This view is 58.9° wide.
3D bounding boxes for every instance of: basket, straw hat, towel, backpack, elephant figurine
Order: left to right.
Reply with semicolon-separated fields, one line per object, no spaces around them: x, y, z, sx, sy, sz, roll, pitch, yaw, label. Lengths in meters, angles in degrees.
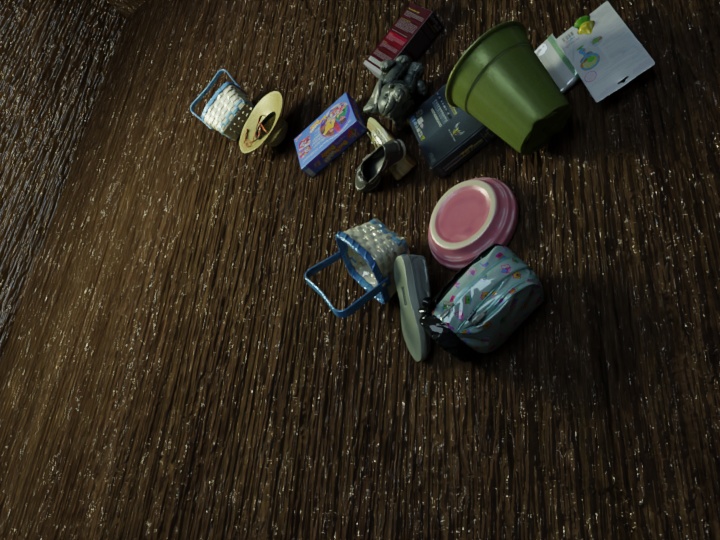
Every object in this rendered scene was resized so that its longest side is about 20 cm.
-0.445;-0.529;2.061;0.177;0.139;0.200;-47;73;9;basket
-0.264;-0.416;1.876;0.199;0.084;0.204;-28;49;36;straw hat
0.000;0.000;1.300;0.198;0.141;0.176;-29;39;-14;basket
0.073;-0.400;1.491;0.139;0.157;0.202;3;48;21;elephant figurine
0.212;0.058;1.094;0.200;0.167;0.127;-46;62;7;backpack
0.348;-0.383;1.319;0.199;0.031;0.151;-37;44;21;towel

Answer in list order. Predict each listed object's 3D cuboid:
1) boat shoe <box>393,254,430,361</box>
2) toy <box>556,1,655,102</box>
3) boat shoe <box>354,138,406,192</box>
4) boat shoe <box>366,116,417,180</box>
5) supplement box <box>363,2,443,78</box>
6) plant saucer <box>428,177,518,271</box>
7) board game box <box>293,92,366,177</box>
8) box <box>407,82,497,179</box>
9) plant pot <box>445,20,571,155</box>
0.116;0.067;1.213;0.070;0.070;0.205;154;109;-67;boat shoe
0.464;-0.408;1.210;0.114;0.047;0.203;-33;53;24;toy
0.028;-0.239;1.457;0.199;0.056;0.068;-35;71;53;boat shoe
0.059;-0.292;1.502;0.063;0.073;0.201;-48;45;17;boat shoe
0.109;-0.581;1.645;0.201;0.061;0.109;-50;43;9;supplement box
0.211;-0.100;1.255;0.198;0.051;0.204;-23;51;31;plant saucer
-0.084;-0.361;1.701;0.199;0.045;0.136;-37;45;21;board game box
0.199;-0.320;1.404;0.157;0.051;0.202;-36;45;21;box
0.296;-0.329;1.218;0.200;0.199;0.191;-42;69;15;plant pot
